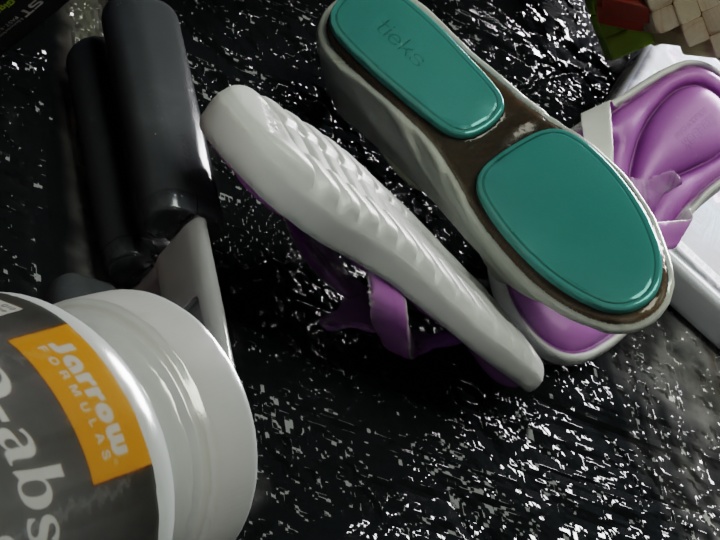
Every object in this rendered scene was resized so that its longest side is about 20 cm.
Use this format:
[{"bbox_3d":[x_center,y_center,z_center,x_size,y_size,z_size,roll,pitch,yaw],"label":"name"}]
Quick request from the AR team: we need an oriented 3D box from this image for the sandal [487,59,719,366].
[{"bbox_3d":[0.117,-0.039,1.139,0.082,0.050,0.203,43,48,-3],"label":"sandal"}]

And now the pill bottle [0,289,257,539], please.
[{"bbox_3d":[-0.126,0.069,0.753,0.199,0.116,0.117,-17,67,-52],"label":"pill bottle"}]

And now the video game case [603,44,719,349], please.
[{"bbox_3d":[0.192,-0.016,1.248,0.200,0.023,0.182,41,34,-4],"label":"video game case"}]

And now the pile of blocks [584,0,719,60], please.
[{"bbox_3d":[0.107,-0.148,1.268,0.062,0.082,0.200,-23,36,-10],"label":"pile of blocks"}]

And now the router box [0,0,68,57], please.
[{"bbox_3d":[-0.132,-0.198,0.987,0.062,0.150,0.201,27,35,-50],"label":"router box"}]

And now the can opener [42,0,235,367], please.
[{"bbox_3d":[-0.087,-0.023,0.944,0.067,0.053,0.201,17,42,-34],"label":"can opener"}]

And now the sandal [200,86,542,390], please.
[{"bbox_3d":[-0.003,-0.004,0.992,0.202,0.050,0.083,40,11,-43],"label":"sandal"}]

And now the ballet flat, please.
[{"bbox_3d":[0.054,-0.037,1.072,0.069,0.070,0.200,-11,50,-50],"label":"ballet flat"}]
